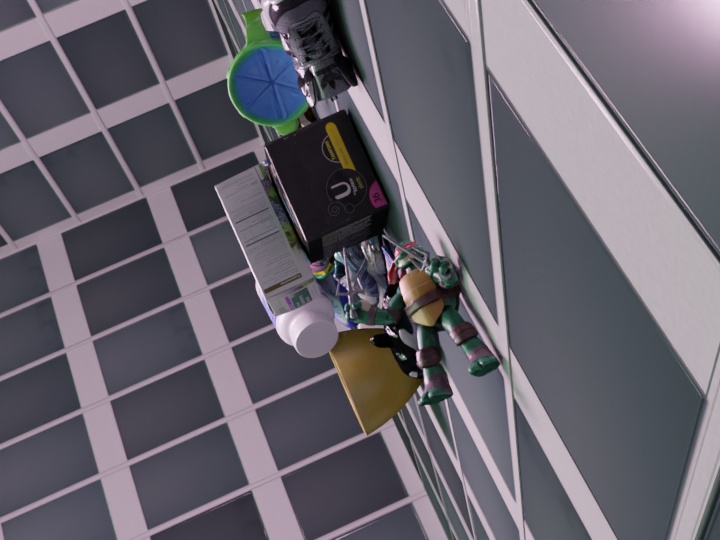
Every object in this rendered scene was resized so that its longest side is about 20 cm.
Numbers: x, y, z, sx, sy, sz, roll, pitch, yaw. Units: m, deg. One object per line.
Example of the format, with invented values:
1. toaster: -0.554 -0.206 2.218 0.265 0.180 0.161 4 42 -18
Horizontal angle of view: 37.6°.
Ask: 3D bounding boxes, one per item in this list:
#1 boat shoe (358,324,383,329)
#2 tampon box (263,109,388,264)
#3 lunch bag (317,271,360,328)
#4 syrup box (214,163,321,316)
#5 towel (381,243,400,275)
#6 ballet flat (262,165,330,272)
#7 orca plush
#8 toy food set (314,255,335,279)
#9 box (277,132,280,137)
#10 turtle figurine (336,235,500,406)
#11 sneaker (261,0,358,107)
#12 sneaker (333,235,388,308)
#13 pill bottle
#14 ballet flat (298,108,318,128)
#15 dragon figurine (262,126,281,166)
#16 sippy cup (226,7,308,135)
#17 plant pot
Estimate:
1. boat shoe: 0.044 0.142 2.186 0.200 0.072 0.069 59 -179 -33
2. tampon box: -0.048 -0.113 1.508 0.200 0.126 0.151 102 143 -81
3. lunch bag: -0.046 -0.006 2.060 0.200 0.127 0.171 -101 -9 -62
4. syrup box: -0.133 -0.043 1.530 0.201 0.081 0.079 63 177 22
5. towel: 0.074 0.061 1.612 0.200 0.024 0.145 76 169 -63
6. ballet flat: -0.100 -0.092 1.669 0.201 0.069 0.071 61 149 10
7. orca plush: 0.051 0.094 1.549 0.105 0.071 0.200 59 171 36
8. toy food set: -0.090 -0.060 1.918 0.199 0.199 0.049 0 144 48
9. box: -0.164 -0.339 2.269 0.200 0.049 0.162 -122 12 -65
10. turtle figurine: 0.066 0.033 1.128 0.150 0.100 0.201 -44 64 41
11. sneaker: -0.050 -0.252 1.184 0.200 0.075 0.114 54 -169 -83
12. sneaker: 0.000 0.000 1.701 0.200 0.086 0.078 79 -175 -57
13. pill bottle: -0.113 0.069 1.941 0.200 0.112 0.112 57 170 48
14. ballet flat: -0.106 -0.267 1.848 0.062 0.067 0.201 39 154 59
15. dragon figurine: -0.134 -0.152 1.873 0.100 0.059 0.201 -120 34 -42
16. sippy cup: -0.139 -0.312 1.658 0.131 0.139 0.179 -100 29 -61
17. plant pot: 0.034 0.187 1.975 0.200 0.141 0.201 157 90 -85
